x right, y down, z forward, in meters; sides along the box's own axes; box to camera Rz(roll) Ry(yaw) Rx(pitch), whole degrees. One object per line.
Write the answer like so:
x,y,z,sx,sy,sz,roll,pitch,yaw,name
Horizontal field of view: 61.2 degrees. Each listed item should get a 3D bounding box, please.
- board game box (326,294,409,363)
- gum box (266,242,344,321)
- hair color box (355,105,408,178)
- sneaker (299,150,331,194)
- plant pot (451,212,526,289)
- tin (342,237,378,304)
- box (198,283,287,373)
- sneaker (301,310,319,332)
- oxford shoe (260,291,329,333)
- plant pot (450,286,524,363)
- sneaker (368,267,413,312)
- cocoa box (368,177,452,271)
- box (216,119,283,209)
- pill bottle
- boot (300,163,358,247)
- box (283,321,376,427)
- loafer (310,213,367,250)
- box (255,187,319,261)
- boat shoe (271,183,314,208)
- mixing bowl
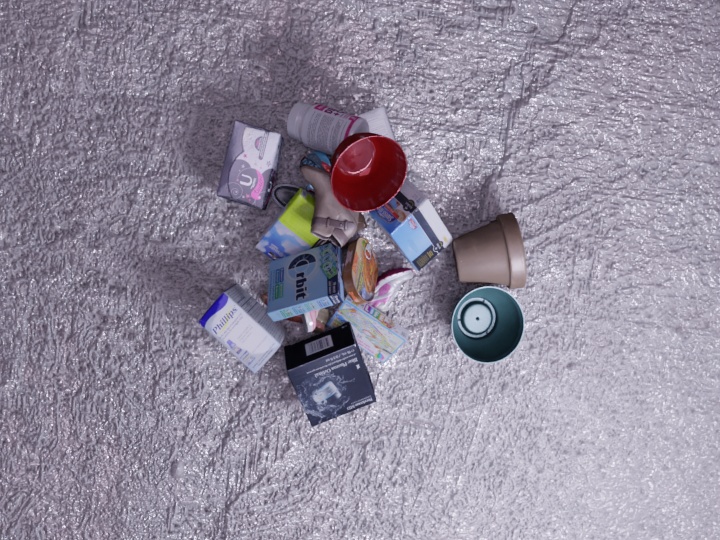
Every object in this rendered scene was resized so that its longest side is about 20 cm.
0.018,0.158,1.656,0.198,0.034,0.135,34,135,-5,board game box
-0.142,0.028,1.570,0.196,0.172,0.045,-17,139,14,gum box
0.050,-0.328,1.647,0.097,0.061,0.204,-19,95,-1,hair color box
-0.099,-0.219,1.627,0.094,0.079,0.202,-26,78,-16,sneaker
0.337,-0.040,1.625,0.171,0.200,0.205,-10,95,6,plant pot
0.000,0.000,1.608,0.041,0.202,0.113,-16,129,24,tin
-0.304,0.148,1.606,0.200,0.184,0.105,44,93,-5,box
-0.116,0.066,1.628,0.102,0.076,0.203,-6,55,-11,sneaker
-0.178,0.101,1.677,0.197,0.071,0.075,27,66,-3,oxford shoe
0.331,0.138,1.660,0.196,0.134,0.205,0,95,-4,plant pot
0.066,0.063,1.675,0.198,0.081,0.089,-32,99,6,sneaker
0.128,-0.121,1.584,0.131,0.200,0.134,-42,50,1,cocoa box
-0.288,-0.274,1.607,0.129,0.115,0.204,15,94,-4,box
-0.085,-0.364,1.584,0.197,0.113,0.115,22,94,19,pill bottle
-0.091,-0.158,1.540,0.197,0.070,0.148,28,74,-10,boot
-0.080,0.278,1.631,0.193,0.118,0.203,-21,118,-1,box
-0.060,-0.083,1.654,0.199,0.073,0.071,-40,96,1,loafer
-0.175,-0.105,1.620,0.121,0.048,0.200,37,116,-18,box
-0.150,-0.175,1.645,0.197,0.068,0.074,31,92,-5,boat shoe
0.004,-0.259,1.488,0.196,0.109,0.203,-14,131,-16,mixing bowl
